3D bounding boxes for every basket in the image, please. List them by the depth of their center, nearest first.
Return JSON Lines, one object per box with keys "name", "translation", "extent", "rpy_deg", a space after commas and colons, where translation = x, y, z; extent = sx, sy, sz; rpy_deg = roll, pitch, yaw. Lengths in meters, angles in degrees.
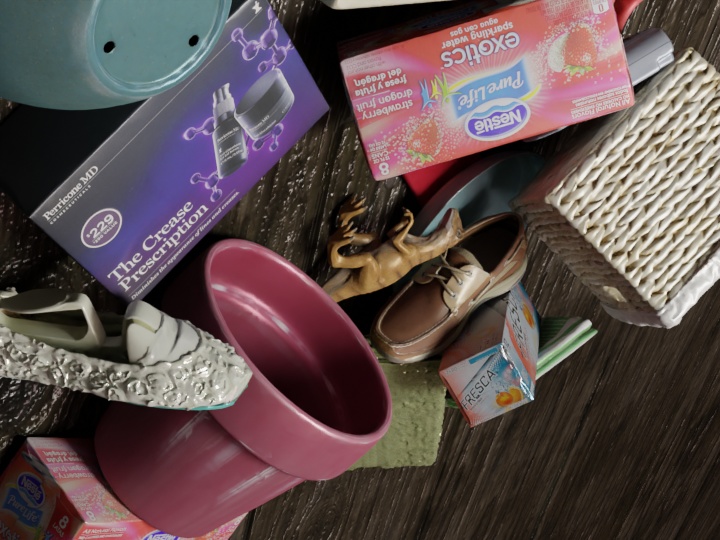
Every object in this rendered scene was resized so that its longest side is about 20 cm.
{"name": "basket", "translation": [0.265, -0.074, 1.150], "extent": [0.200, 0.161, 0.198], "rpy_deg": [-45, -177, -2]}

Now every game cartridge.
{"name": "game cartridge", "translation": [0.194, -0.160, 1.127], "extent": [0.133, 0.041, 0.200], "rpy_deg": [-35, -176, 3]}

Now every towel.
{"name": "towel", "translation": [0.012, 0.130, 1.249], "extent": [0.148, 0.037, 0.200], "rpy_deg": [-3, 137, -1]}
{"name": "towel", "translation": [0.131, 0.090, 1.309], "extent": [0.152, 0.200, 0.023], "rpy_deg": [-35, 104, -21]}

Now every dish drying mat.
{"name": "dish drying mat", "translation": [0.058, -0.119, 1.124], "extent": [0.077, 0.018, 0.200], "rpy_deg": [-44, 151, -4]}

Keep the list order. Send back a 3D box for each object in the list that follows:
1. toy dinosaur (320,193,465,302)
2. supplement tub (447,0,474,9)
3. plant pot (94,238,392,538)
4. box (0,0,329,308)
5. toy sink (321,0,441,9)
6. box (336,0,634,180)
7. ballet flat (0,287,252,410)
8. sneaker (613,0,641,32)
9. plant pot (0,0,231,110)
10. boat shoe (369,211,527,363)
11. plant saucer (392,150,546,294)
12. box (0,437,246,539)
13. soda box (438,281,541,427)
{"name": "toy dinosaur", "translation": [0.000, 0.000, 1.118], "extent": [0.199, 0.060, 0.106], "rpy_deg": [-29, 124, 4]}
{"name": "supplement tub", "translation": [0.164, -0.256, 1.028], "extent": [0.200, 0.107, 0.107], "rpy_deg": [-55, 149, 8]}
{"name": "plant pot", "translation": [-0.103, 0.106, 1.002], "extent": [0.179, 0.200, 0.200], "rpy_deg": [-44, 153, 20]}
{"name": "box", "translation": [-0.132, -0.092, 0.844], "extent": [0.200, 0.079, 0.141], "rpy_deg": [-46, 147, -7]}
{"name": "toy sink", "translation": [0.039, -0.263, 0.850], "extent": [0.199, 0.112, 0.131], "rpy_deg": [-15, 135, -38]}
{"name": "box", "translation": [0.088, -0.145, 0.944], "extent": [0.199, 0.100, 0.096], "rpy_deg": [-16, 107, 2]}
{"name": "ballet flat", "translation": [-0.171, 0.048, 0.849], "extent": [0.072, 0.199, 0.072], "rpy_deg": [7, 90, -88]}
{"name": "sneaker", "translation": [0.179, -0.213, 1.113], "extent": [0.200, 0.087, 0.074], "rpy_deg": [-47, 149, -6]}
{"name": "plant pot", "translation": [-0.145, -0.166, 0.687], "extent": [0.200, 0.135, 0.201], "rpy_deg": [-34, 146, -27]}
{"name": "boat shoe", "translation": [0.082, 0.008, 1.175], "extent": [0.200, 0.076, 0.072], "rpy_deg": [-40, 153, -33]}
{"name": "plant saucer", "translation": [0.101, -0.041, 1.237], "extent": [0.200, 0.027, 0.200], "rpy_deg": [-35, 154, -20]}
{"name": "box", "translation": [-0.202, 0.203, 1.046], "extent": [0.103, 0.095, 0.200], "rpy_deg": [-53, 150, 14]}
{"name": "soda box", "translation": [0.125, 0.069, 1.211], "extent": [0.068, 0.064, 0.200], "rpy_deg": [-27, -167, 17]}
